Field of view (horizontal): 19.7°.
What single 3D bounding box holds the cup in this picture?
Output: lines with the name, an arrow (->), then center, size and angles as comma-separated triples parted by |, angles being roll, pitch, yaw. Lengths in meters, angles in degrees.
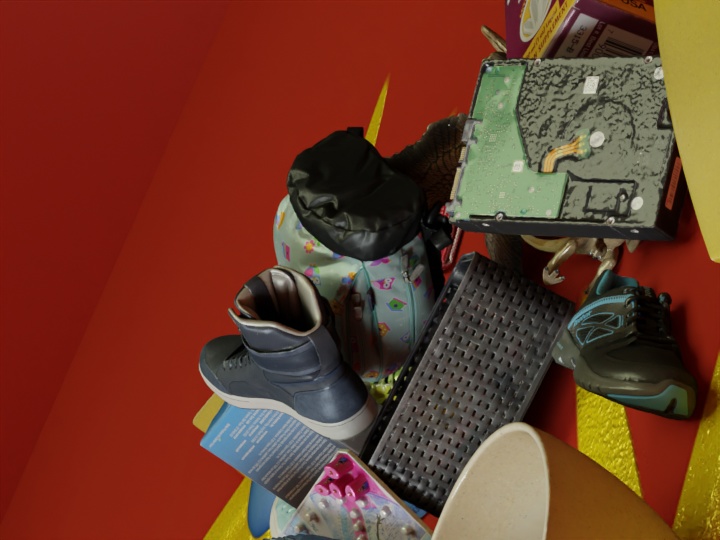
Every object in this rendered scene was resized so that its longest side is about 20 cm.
cup -> 0.135, 0.213, 1.326 | 0.200, 0.143, 0.200 | -161, 90, -74

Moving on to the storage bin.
storage bin -> 0.082, 0.094, 1.665 | 0.200, 0.094, 0.135 | -62, 2, -3

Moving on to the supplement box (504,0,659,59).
supplement box -> 0.192, -0.224, 1.732 | 0.200, 0.103, 0.131 | -88, 21, -49

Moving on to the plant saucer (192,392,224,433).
plant saucer -> -0.038, 0.117, 2.015 | 0.200, 0.200, 0.048 | -49, 54, 54

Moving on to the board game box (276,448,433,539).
board game box -> 0.010, 0.268, 1.635 | 0.026, 0.200, 0.200 | -32, -18, -46

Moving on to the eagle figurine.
eagle figurine -> 0.114, -0.085, 1.813 | 0.200, 0.151, 0.152 | -55, 29, 14

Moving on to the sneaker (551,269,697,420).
sneaker -> 0.189, 0.050, 1.470 | 0.082, 0.073, 0.200 | -68, 16, 6

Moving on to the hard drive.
hard drive -> 0.165, -0.094, 1.590 | 0.200, 0.038, 0.140 | 3, 73, 40

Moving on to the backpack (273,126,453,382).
backpack -> 0.000, 0.000, 1.787 | 0.167, 0.127, 0.200 | -127, 23, -47

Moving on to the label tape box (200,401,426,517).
label tape box -> -0.031, 0.164, 1.900 | 0.066, 0.200, 0.143 | -61, 6, -35

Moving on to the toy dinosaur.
toy dinosaur -> 0.186, -0.024, 1.639 | 0.200, 0.058, 0.101 | -34, 23, 53

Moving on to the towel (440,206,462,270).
towel -> 0.068, -0.059, 2.120 | 0.200, 0.022, 0.145 | 161, 125, -71

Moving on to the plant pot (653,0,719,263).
plant pot -> 0.281, -0.088, 1.124 | 0.200, 0.200, 0.176 | 166, 110, -72

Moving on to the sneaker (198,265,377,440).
sneaker -> -0.084, 0.054, 1.746 | 0.202, 0.146, 0.077 | 14, 53, 45

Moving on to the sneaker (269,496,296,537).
sneaker -> -0.037, 0.255, 2.000 | 0.200, 0.074, 0.082 | -114, 32, -53

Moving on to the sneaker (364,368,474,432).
sneaker -> 0.050, 0.110, 1.873 | 0.200, 0.076, 0.075 | -40, 32, 58

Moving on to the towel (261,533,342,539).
towel -> 0.013, 0.265, 1.580 | 0.049, 0.200, 0.112 | -34, -60, -46
